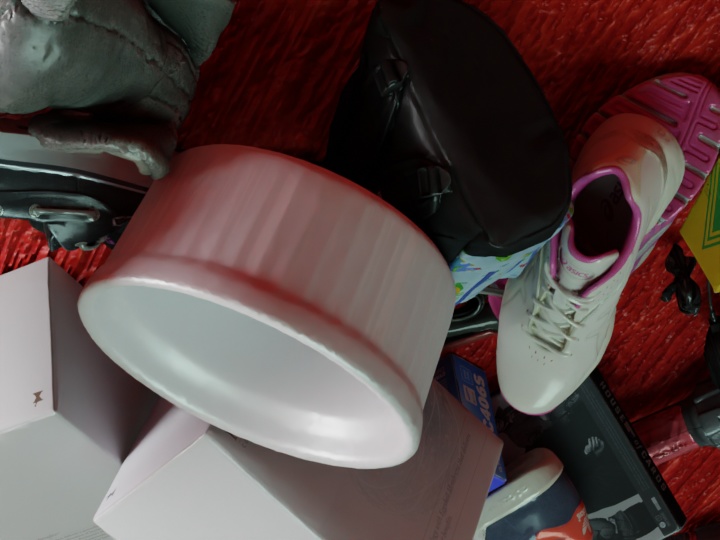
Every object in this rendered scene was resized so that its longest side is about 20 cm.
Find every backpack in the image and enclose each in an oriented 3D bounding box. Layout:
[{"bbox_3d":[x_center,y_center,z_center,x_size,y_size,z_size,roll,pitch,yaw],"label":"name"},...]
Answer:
[{"bbox_3d":[0.044,-0.051,1.276,0.153,0.164,0.200,-15,160,-34],"label":"backpack"}]

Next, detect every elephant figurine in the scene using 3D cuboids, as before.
[{"bbox_3d":[-0.132,-0.113,1.166,0.199,0.156,0.142,24,119,-38],"label":"elephant figurine"}]

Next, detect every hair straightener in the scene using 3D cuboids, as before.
[{"bbox_3d":[0.036,0.040,1.491,0.198,0.041,0.077,-13,145,14],"label":"hair straightener"}]

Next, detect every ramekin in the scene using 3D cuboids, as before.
[{"bbox_3d":[-0.044,0.018,1.199,0.199,0.098,0.201,21,158,9],"label":"ramekin"}]

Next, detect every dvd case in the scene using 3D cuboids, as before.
[{"bbox_3d":[0.118,0.163,1.615,0.199,0.151,0.025,-31,-179,28],"label":"dvd case"}]

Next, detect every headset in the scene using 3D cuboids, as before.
[{"bbox_3d":[0.283,0.046,1.509,0.199,0.094,0.124,36,114,-21],"label":"headset"}]

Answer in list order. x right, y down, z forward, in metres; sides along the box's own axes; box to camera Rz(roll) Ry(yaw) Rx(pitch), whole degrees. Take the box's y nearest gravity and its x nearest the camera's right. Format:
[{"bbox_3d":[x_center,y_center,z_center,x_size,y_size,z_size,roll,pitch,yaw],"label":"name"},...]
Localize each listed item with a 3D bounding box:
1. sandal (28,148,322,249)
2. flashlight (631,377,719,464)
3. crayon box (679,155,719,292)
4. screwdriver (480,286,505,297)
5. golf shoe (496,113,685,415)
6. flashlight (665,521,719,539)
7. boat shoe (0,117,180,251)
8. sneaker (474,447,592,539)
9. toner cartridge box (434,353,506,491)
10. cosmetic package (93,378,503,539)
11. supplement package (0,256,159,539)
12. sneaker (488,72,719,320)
[{"bbox_3d":[-0.103,-0.036,1.346,0.198,0.048,0.076,-2,144,-12],"label":"sandal"},{"bbox_3d":[0.203,0.134,1.637,0.199,0.068,0.068,-26,138,23],"label":"flashlight"},{"bbox_3d":[0.316,-0.075,1.356,0.198,0.059,0.173,-12,149,-24],"label":"crayon box"},{"bbox_3d":[0.000,0.000,1.394,0.198,0.028,0.029,9,-179,4],"label":"screwdriver"},{"bbox_3d":[0.124,0.003,1.313,0.075,0.092,0.201,25,113,11],"label":"golf shoe"},{"bbox_3d":[0.219,0.264,1.834,0.198,0.068,0.068,-17,147,7],"label":"flashlight"},{"bbox_3d":[-0.165,-0.044,1.272,0.198,0.072,0.068,9,100,-15],"label":"boat shoe"},{"bbox_3d":[0.081,0.210,1.591,0.199,0.075,0.085,-33,97,31],"label":"sneaker"},{"bbox_3d":[0.010,0.149,1.595,0.199,0.096,0.043,-33,139,27],"label":"toner cartridge box"},{"bbox_3d":[-0.033,0.133,1.409,0.200,0.200,0.123,41,125,-13],"label":"cosmetic package"},{"bbox_3d":[-0.199,0.103,1.452,0.120,0.121,0.200,-19,144,17],"label":"supplement package"},{"bbox_3d":[0.158,-0.046,1.385,0.200,0.081,0.088,-51,173,24],"label":"sneaker"}]
